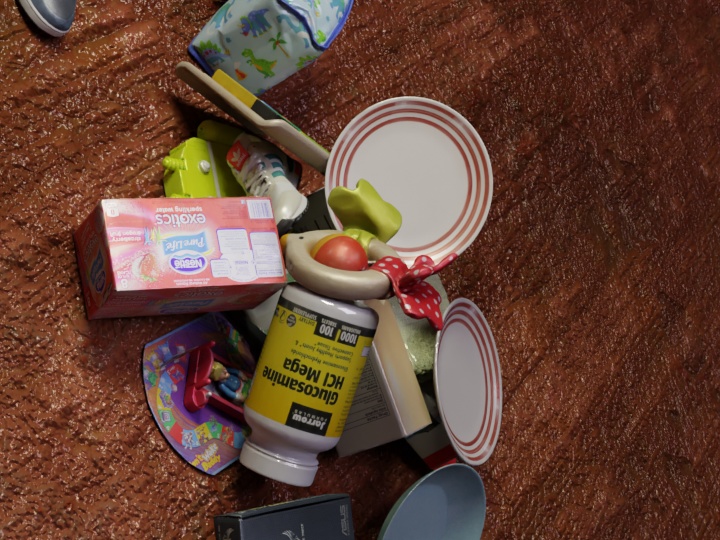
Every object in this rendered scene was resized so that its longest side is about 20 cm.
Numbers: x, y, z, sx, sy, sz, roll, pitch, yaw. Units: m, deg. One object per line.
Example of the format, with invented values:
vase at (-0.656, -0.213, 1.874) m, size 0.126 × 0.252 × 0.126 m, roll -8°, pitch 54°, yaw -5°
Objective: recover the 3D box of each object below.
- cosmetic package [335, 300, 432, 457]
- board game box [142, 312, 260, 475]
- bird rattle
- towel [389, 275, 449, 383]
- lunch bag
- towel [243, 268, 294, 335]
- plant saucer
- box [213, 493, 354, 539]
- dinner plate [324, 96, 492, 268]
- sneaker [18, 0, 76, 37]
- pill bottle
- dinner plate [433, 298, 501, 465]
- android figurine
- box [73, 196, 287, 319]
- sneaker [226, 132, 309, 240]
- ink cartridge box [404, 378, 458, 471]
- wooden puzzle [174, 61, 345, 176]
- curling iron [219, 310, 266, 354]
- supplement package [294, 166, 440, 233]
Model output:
cosmetic package at (-0.003, 0.105, 1.659) m, size 0.071 × 0.104 × 0.202 m, roll -14°, pitch 85°, yaw -58°
board game box at (-0.150, 0.126, 1.557) m, size 0.200 × 0.039 × 0.159 m, roll -28°, pitch 92°, yaw -54°
bird rattle at (0.000, 0.000, 1.523) m, size 0.161 × 0.114 × 0.200 m, roll -6°, pitch 38°, yaw -25°
towel at (0.075, 0.064, 1.767) m, size 0.149 × 0.036 × 0.200 m, roll 63°, pitch 24°, yaw 10°
lunch bag at (-0.100, -0.328, 1.783) m, size 0.128 × 0.169 × 0.201 m, roll 51°, pitch 38°, yaw -19°
towel at (-0.072, 0.099, 1.683) m, size 0.149 × 0.030 × 0.202 m, roll -21°, pitch 89°, yaw -57°
plant saucer at (0.071, 0.315, 1.671) m, size 0.200 × 0.038 × 0.203 m, roll -25°, pitch 126°, yaw -41°
box at (-0.071, 0.342, 1.471) m, size 0.157 × 0.051 × 0.203 m, roll -2°, pitch 84°, yaw -44°
dinner plate at (0.055, -0.099, 1.637) m, size 0.201 × 0.199 × 0.024 m, roll 57°, pitch -4°, yaw -11°
sneaker at (-0.317, -0.372, 1.555) m, size 0.077 × 0.145 × 0.205 m, roll 11°, pitch 62°, yaw -50°
pill bottle at (-0.060, 0.123, 1.526) m, size 0.112 × 0.112 × 0.202 m, roll 15°, pitch 94°, yaw -47°
dinner plate at (0.126, 0.136, 1.724) m, size 0.200 × 0.024 × 0.203 m, roll 31°, pitch 55°, yaw -58°
android figurine at (-0.159, -0.089, 1.678) m, size 0.199 × 0.041 × 0.184 m, roll 13°, pitch 60°, yaw -50°
box at (-0.189, -0.013, 1.496) m, size 0.198 × 0.095 × 0.104 m, roll -4°, pitch 72°, yaw -32°
sneaker at (-0.116, -0.099, 1.617) m, size 0.093 × 0.070 × 0.200 m, roll 37°, pitch 18°, yaw -19°
ink cartridge box at (0.084, 0.164, 1.793) m, size 0.200 × 0.067 × 0.117 m, roll 49°, pitch 25°, yaw -20°
wooden puzzle at (-0.105, -0.174, 1.669) m, size 0.199 × 0.037 × 0.185 m, roll 34°, pitch 1°, yaw 40°
curling iron at (-0.100, 0.100, 1.595) m, size 0.201 × 0.025 × 0.050 m, roll 52°, pitch 34°, yaw -12°
supplement package at (0.019, -0.077, 1.758) m, size 0.114 × 0.199 × 0.110 m, roll -32°, pitch 95°, yaw -54°
